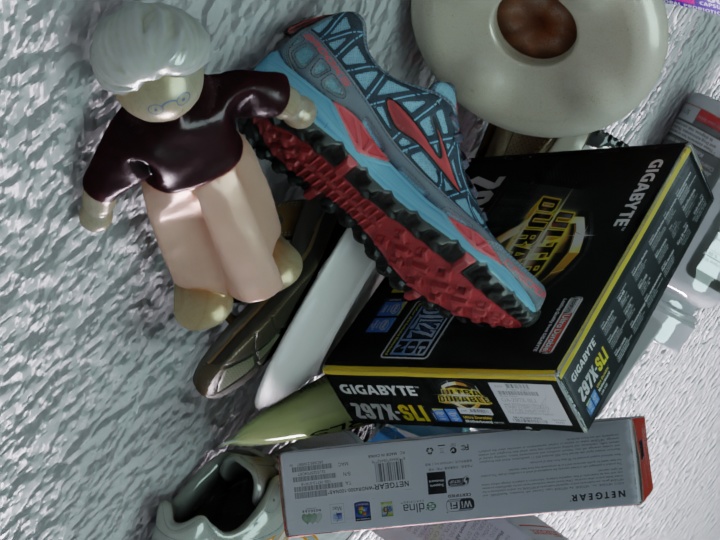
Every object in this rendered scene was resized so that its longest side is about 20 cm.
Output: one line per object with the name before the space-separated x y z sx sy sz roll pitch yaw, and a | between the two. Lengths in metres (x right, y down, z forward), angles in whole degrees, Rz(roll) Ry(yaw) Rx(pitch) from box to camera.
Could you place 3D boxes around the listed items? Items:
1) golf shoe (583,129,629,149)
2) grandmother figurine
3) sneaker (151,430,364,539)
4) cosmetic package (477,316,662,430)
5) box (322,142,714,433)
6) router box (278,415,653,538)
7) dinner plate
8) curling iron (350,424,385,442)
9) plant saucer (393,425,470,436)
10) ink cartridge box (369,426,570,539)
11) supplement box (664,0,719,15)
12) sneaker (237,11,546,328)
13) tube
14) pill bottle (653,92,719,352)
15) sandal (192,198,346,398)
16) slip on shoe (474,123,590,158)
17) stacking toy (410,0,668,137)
golf shoe | 0.163 -0.043 1.316 0.095 0.078 0.200 -51 156 -13
grandmother figurine | -0.075 -0.053 0.822 0.121 0.061 0.200 -36 148 -11
sneaker | -0.057 0.143 1.121 0.200 0.076 0.092 -35 144 -45
cosmetic package | 0.115 0.057 1.226 0.085 0.108 0.200 -52 -179 -16
box | 0.092 0.007 1.017 0.200 0.160 0.049 -54 127 -37
router box | 0.070 0.120 1.048 0.179 0.200 0.049 21 63 -77
dinner plate | 0.000 0.000 1.034 0.200 0.024 0.200 -59 176 -6
curling iron | 0.001 0.071 1.171 0.050 0.026 0.200 -35 159 -15
plant saucer | 0.040 0.075 1.235 0.019 0.070 0.200 -62 160 -22
ink cartridge box | 0.084 0.196 1.306 0.068 0.200 0.115 -58 157 4
supplement box | 0.241 -0.255 1.138 0.200 0.101 0.103 66 45 -63
sneaker | 0.034 -0.054 0.911 0.096 0.200 0.079 -53 -162 -23
tube | 0.008 0.073 1.082 0.200 0.052 0.058 -19 134 -10
pill bottle | 0.281 -0.040 1.512 0.200 0.114 0.114 -59 157 7
sandal | -0.046 -0.012 0.968 0.200 0.055 0.082 -61 176 -31
slip on shoe | 0.078 -0.046 1.169 0.200 0.061 0.076 -54 -165 39
stacking toy | 0.123 -0.185 1.034 0.200 0.146 0.146 -62 167 -47
